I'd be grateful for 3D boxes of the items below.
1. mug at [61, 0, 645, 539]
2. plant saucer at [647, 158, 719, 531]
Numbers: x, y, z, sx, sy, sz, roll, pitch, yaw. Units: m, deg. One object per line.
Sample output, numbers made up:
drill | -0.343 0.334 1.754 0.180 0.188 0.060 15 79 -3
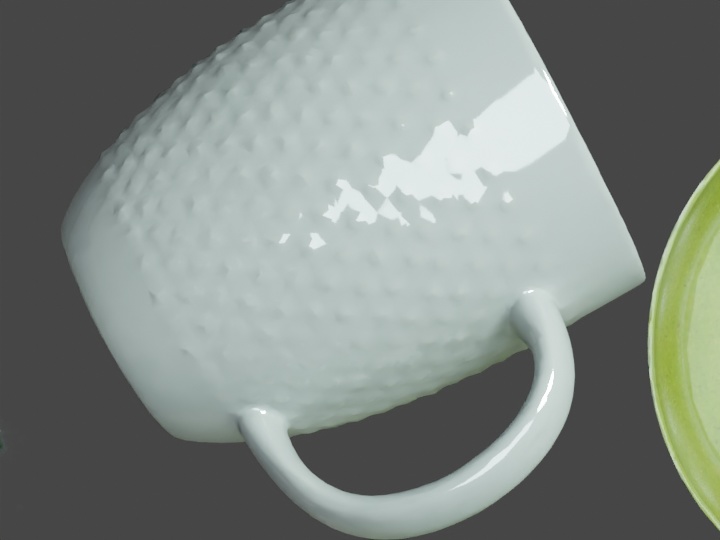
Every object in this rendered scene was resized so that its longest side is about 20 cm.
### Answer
mug | 0.000 0.000 0.826 0.175 0.148 0.200 -28 59 4
plant saucer | 0.203 0.027 0.900 0.199 0.031 0.201 0 92 -8
